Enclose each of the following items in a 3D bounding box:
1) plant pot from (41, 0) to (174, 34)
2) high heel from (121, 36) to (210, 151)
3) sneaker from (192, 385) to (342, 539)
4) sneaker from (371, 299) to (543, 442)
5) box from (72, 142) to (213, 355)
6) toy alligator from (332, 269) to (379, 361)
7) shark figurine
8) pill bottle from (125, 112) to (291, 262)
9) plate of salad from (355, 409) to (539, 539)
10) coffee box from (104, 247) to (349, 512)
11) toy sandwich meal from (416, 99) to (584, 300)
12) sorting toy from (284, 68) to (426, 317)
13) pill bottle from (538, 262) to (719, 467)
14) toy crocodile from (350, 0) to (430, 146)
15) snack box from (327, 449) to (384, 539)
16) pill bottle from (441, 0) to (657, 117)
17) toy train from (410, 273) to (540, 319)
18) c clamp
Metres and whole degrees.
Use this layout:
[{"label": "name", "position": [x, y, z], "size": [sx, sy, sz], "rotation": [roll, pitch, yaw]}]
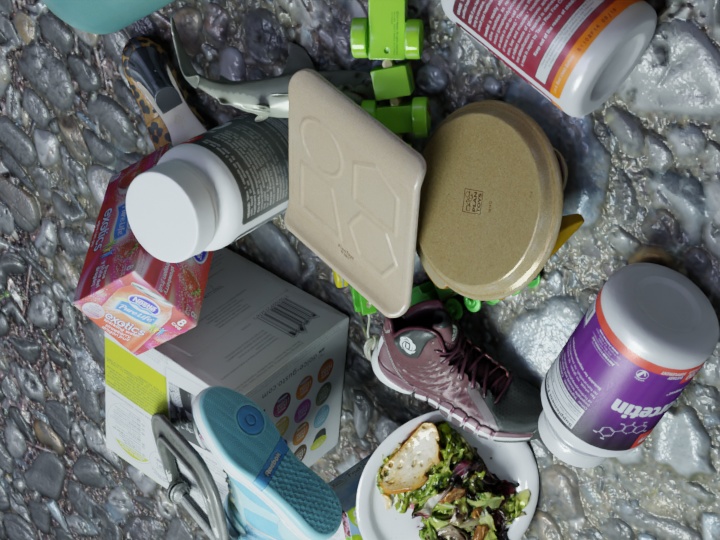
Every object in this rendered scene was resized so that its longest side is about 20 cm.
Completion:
[{"label": "plant pot", "position": [-0.223, -0.353, 1.493], "size": [0.160, 0.200, 0.202], "rotation": [-11, 107, 34]}, {"label": "high heel", "position": [-0.214, -0.167, 1.710], "size": [0.143, 0.071, 0.201], "rotation": [-124, 14, -46]}, {"label": "sneaker", "position": [-0.124, 0.216, 1.552], "size": [0.200, 0.080, 0.130], "rotation": [50, 137, -7]}, {"label": "sneaker", "position": [0.104, 0.095, 1.498], "size": [0.199, 0.076, 0.116], "rotation": [20, 141, 14]}, {"label": "box", "position": [-0.222, -0.024, 1.605], "size": [0.095, 0.201, 0.100], "rotation": [-25, 127, 29]}, {"label": "toy alligator", "position": [0.000, 0.000, 1.595], "size": [0.054, 0.059, 0.201], "rotation": [-115, 16, -64]}, {"label": "shark figurine", "position": [-0.090, -0.198, 1.522], "size": [0.128, 0.213, 0.090], "rotation": [116, 158, -69]}, {"label": "pill bottle", "position": [-0.142, -0.089, 1.555], "size": [0.113, 0.200, 0.115], "rotation": [16, 120, 30]}, {"label": "plate of salad", "position": [0.094, 0.239, 1.559], "size": [0.048, 0.199, 0.201], "rotation": [-128, 22, -68]}, {"label": "coffee box", "position": [-0.153, 0.130, 1.704], "size": [0.199, 0.199, 0.199], "rotation": [28, 131, 27]}, {"label": "toy sandwich meal", "position": [0.125, -0.061, 1.414], "size": [0.204, 0.070, 0.207], "rotation": [1, 92, 46]}, {"label": "sorting toy", "position": [-0.005, -0.076, 1.469], "size": [0.185, 0.036, 0.201], "rotation": [41, 143, 29]}, {"label": "pill bottle", "position": [0.238, 0.094, 1.379], "size": [0.112, 0.112, 0.201], "rotation": [42, 136, 16]}, {"label": "toy crocodile", "position": [0.031, -0.188, 1.441], "size": [0.067, 0.062, 0.201], "rotation": [-3, 107, 10]}, {"label": "snack box", "position": [0.036, 0.300, 1.651], "size": [0.067, 0.168, 0.201], "rotation": [13, 121, 44]}, {"label": "pill bottle", "position": [0.143, -0.232, 1.272], "size": [0.200, 0.113, 0.113], "rotation": [42, 136, 16]}, {"label": "toy train", "position": [0.104, 0.017, 1.516], "size": [0.200, 0.042, 0.057], "rotation": [-27, 84, 48]}, {"label": "c clamp", "position": [-0.173, 0.245, 1.583], "size": [0.200, 0.027, 0.172], "rotation": [41, 148, 50]}]
